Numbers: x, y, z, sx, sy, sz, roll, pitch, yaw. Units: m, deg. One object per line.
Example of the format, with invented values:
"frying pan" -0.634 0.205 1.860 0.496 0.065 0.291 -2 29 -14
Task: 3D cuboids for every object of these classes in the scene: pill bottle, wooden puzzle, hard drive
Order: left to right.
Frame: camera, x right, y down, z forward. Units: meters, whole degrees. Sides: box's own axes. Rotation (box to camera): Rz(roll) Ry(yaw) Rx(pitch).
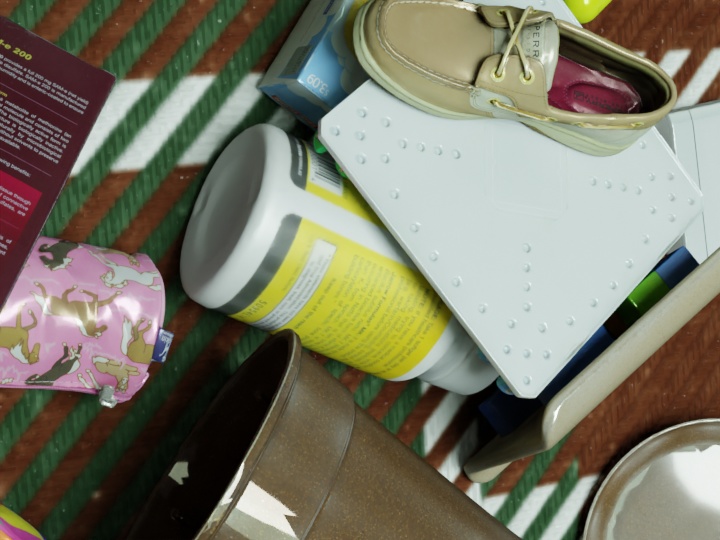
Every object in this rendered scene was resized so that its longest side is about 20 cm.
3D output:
"pill bottle" 0.000 0.000 0.838 0.199 0.114 0.115 24 84 -25
"wooden puzzle" 0.149 0.055 0.888 0.185 0.200 0.046 -40 82 -18
"hard drive" 0.314 -0.070 1.032 0.198 0.027 0.133 -14 101 -25

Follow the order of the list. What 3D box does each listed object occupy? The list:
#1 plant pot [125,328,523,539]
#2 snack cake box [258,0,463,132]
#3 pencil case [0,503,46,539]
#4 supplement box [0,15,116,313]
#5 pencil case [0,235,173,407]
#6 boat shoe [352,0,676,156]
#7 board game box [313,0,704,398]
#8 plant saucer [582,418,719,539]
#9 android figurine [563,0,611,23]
"plant pot" -0.017 0.172 0.776 0.198 0.200 0.201 35 79 -11
"snack cake box" 0.048 -0.108 0.876 0.199 0.067 0.116 35 77 -24
"pencil case" -0.244 0.219 0.759 0.088 0.088 0.201 41 79 -23
"supplement box" -0.215 -0.041 0.703 0.108 0.061 0.201 28 54 -13
"pencil case" -0.209 0.025 0.759 0.198 0.087 0.083 7 127 -26
"boat shoe" 0.093 -0.121 0.781 0.198 0.066 0.075 11 73 -25
"board game box" 0.094 -0.059 0.820 0.200 0.026 0.200 -42 99 -28
"plant saucer" 0.259 0.209 0.989 0.198 0.032 0.202 0 86 5
"android figurine" 0.115 -0.251 0.910 0.200 0.041 0.183 -44 111 -20
